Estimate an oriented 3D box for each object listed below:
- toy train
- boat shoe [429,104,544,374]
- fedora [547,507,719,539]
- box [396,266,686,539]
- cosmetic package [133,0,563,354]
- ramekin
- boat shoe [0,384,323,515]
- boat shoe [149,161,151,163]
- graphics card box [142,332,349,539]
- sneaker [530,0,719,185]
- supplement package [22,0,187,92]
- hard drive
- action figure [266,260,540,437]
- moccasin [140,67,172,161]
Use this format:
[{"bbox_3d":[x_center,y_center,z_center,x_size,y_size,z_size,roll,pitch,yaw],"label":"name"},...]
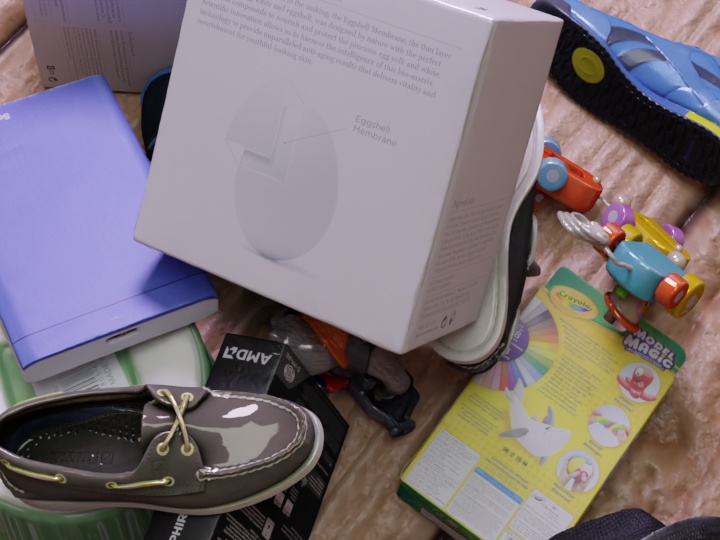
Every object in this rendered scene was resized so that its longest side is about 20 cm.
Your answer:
[{"bbox_3d":[0.161,-0.023,1.145,0.149,0.200,0.056,29,109,-12],"label":"toy train"},{"bbox_3d":[0.085,-0.031,1.092,0.073,0.060,0.203,2,75,14],"label":"boat shoe"},{"bbox_3d":[0.151,0.217,1.034,0.199,0.202,0.092,-31,41,-15],"label":"fedora"},{"bbox_3d":[0.126,0.103,1.125,0.117,0.048,0.201,35,72,12],"label":"box"},{"bbox_3d":[-0.009,-0.087,1.002,0.198,0.123,0.202,23,109,22],"label":"cosmetic package"},{"bbox_3d":[-0.185,0.090,1.085,0.197,0.098,0.202,1,66,-2],"label":"ramekin"},{"bbox_3d":[-0.123,0.103,0.975,0.199,0.060,0.073,-6,60,9],"label":"boat shoe"},{"bbox_3d":[-0.090,-0.055,1.141,0.198,0.062,0.073,-10,43,13],"label":"boat shoe"},{"bbox_3d":[-0.078,0.157,1.045,0.050,0.126,0.202,9,65,27],"label":"graphics card box"},{"bbox_3d":[0.216,-0.147,1.233,0.199,0.066,0.078,38,58,12],"label":"sneaker"},{"bbox_3d":[-0.134,-0.234,1.177,0.197,0.192,0.149,3,67,-2],"label":"supplement package"},{"bbox_3d":[-0.192,-0.033,1.076,0.131,0.025,0.201,-20,59,-18],"label":"hard drive"},{"bbox_3d":[0.000,0.000,1.135,0.200,0.105,0.193,43,62,14],"label":"action figure"},{"bbox_3d":[-0.073,-0.118,1.164,0.080,0.199,0.069,25,59,-42],"label":"moccasin"}]
